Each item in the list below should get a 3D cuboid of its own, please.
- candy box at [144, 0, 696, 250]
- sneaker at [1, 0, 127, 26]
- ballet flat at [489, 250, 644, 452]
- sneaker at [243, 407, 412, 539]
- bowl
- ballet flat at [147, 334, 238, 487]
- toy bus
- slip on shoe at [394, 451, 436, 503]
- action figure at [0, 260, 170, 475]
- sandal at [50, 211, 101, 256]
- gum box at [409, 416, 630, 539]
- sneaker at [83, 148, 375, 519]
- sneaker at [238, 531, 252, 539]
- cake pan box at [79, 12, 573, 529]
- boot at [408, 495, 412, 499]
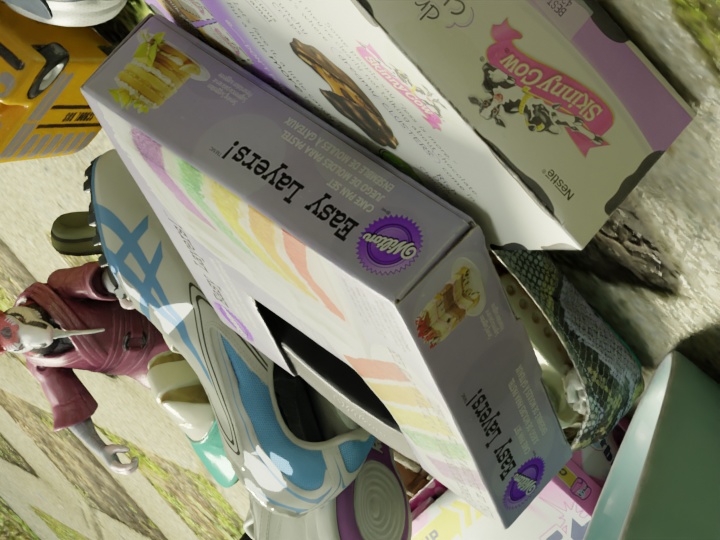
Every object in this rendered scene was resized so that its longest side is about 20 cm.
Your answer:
[{"bbox_3d":[0.010,-0.089,1.041,0.168,0.072,0.200,47,165,-16],"label":"candy box"},{"bbox_3d":[-0.188,-0.183,1.262,0.199,0.081,0.147,31,158,18],"label":"sneaker"},{"bbox_3d":[0.051,0.006,1.199,0.201,0.072,0.072,49,163,-22],"label":"ballet flat"},{"bbox_3d":[-0.021,0.084,1.382,0.075,0.201,0.099,38,129,-26],"label":"sneaker"},{"bbox_3d":[0.146,0.145,1.174,0.104,0.202,0.201,20,163,3],"label":"bowl"},{"bbox_3d":[-0.078,0.042,1.474,0.201,0.070,0.068,110,148,-42],"label":"ballet flat"},{"bbox_3d":[-0.172,-0.099,1.369,0.065,0.078,0.200,41,-169,6],"label":"toy bus"},{"bbox_3d":[0.097,0.129,1.455,0.199,0.076,0.061,33,-156,5],"label":"slip on shoe"},{"bbox_3d":[-0.135,0.025,1.567,0.199,0.135,0.149,6,-149,-33],"label":"action figure"},{"bbox_3d":[-0.113,-0.041,1.517,0.201,0.079,0.058,163,104,-64],"label":"sandal"},{"bbox_3d":[0.085,0.140,1.362,0.113,0.066,0.200,42,139,-1],"label":"gum box"},{"bbox_3d":[-0.061,0.020,1.299,0.201,0.072,0.072,56,-156,11],"label":"sneaker"},{"bbox_3d":[-0.033,0.171,1.679,0.075,0.202,0.115,9,168,13],"label":"sneaker"},{"bbox_3d":[-0.010,0.003,1.119,0.184,0.052,0.200,37,165,31],"label":"cake pan box"},{"bbox_3d":[0.025,0.125,1.537,0.200,0.077,0.155,54,-179,1],"label":"boot"}]
